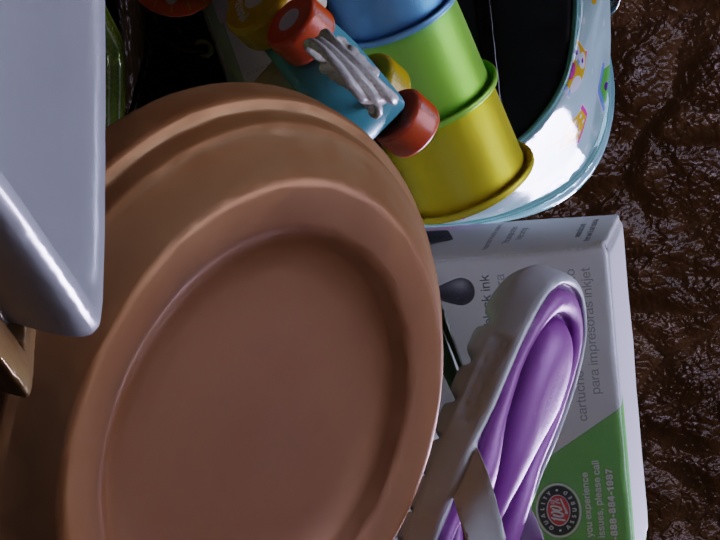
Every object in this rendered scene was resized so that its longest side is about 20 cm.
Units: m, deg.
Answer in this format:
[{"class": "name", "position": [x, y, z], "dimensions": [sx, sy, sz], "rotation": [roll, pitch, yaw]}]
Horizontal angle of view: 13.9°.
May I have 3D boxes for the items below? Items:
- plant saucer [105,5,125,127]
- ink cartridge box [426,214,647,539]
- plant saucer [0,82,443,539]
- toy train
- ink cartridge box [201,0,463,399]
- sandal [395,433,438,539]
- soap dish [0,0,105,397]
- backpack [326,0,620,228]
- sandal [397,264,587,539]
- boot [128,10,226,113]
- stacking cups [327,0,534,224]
[{"class": "plant saucer", "position": [-0.112, -0.038, 0.928], "dimensions": [0.200, 0.048, 0.201], "rotation": [67, 19, -66]}, {"class": "ink cartridge box", "position": [0.017, 0.060, 1.267], "dimensions": [0.084, 0.199, 0.147], "rotation": [-48, 133, -76]}, {"class": "plant saucer", "position": [-0.041, 0.045, 0.890], "dimensions": [0.199, 0.037, 0.202], "rotation": [-20, 118, -42]}, {"class": "toy train", "position": [-0.062, -0.103, 1.013], "dimensions": [0.200, 0.056, 0.150], "rotation": [47, 8, 16]}, {"class": "ink cartridge box", "position": [0.000, 0.000, 1.109], "dimensions": [0.146, 0.048, 0.201], "rotation": [69, 1, -46]}, {"class": "sandal", "position": [-0.006, 0.147, 1.209], "dimensions": [0.080, 0.054, 0.202], "rotation": [3, 92, -46]}, {"class": "soap dish", "position": [-0.122, -0.072, 0.744], "dimensions": [0.200, 0.081, 0.158], "rotation": [68, 19, -67]}, {"class": "backpack", "position": [0.032, -0.115, 1.315], "dimensions": [0.153, 0.175, 0.201], "rotation": [61, 29, -62]}, {"class": "sandal", "position": [0.047, 0.098, 1.002], "dimensions": [0.082, 0.050, 0.204], "rotation": [22, 81, -61]}, {"class": "boot", "position": [-0.079, -0.123, 1.154], "dimensions": [0.153, 0.073, 0.205], "rotation": [15, 97, -57]}, {"class": "stacking cups", "position": [0.004, -0.117, 1.143], "dimensions": [0.061, 0.060, 0.201], "rotation": [-80, 148, -63]}]
